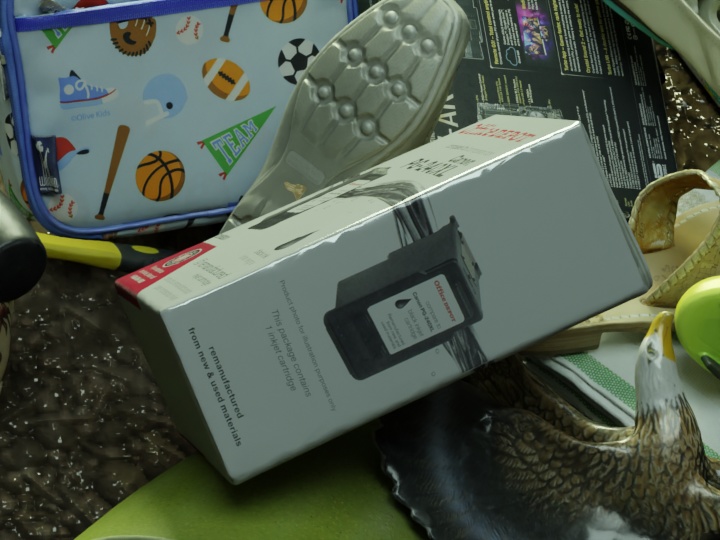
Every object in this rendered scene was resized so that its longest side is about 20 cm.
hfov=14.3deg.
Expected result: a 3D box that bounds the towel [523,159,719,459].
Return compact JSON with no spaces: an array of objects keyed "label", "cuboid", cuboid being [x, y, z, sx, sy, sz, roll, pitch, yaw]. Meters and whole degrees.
[{"label":"towel","cuboid":[0.191,0.029,1.436,0.149,0.031,0.200,40,56,19]}]

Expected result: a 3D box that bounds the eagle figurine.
[{"label":"eagle figurine","cuboid":[0.114,0.090,1.305,0.199,0.152,0.152,3,61,11]}]

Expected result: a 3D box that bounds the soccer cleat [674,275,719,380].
[{"label":"soccer cleat","cuboid":[0.245,0.024,1.400,0.199,0.065,0.084,3,33,-11]}]

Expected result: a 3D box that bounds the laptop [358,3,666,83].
[{"label":"laptop","cuboid":[0.042,-0.154,1.603,0.177,0.103,0.201,-22,84,-34]}]

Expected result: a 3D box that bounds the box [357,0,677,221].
[{"label":"box","cuboid":[0.080,-0.113,1.513,0.159,0.044,0.201,2,67,-29]}]

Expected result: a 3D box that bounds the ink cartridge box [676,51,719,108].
[{"label":"ink cartridge box","cuboid":[0.227,-0.167,1.570,0.085,0.148,0.200,-19,57,-22]}]

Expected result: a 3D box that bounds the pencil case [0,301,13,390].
[{"label":"pencil case","cuboid":[-0.265,0.005,1.404,0.199,0.090,0.078,20,50,8]}]

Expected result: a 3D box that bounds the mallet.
[{"label":"mallet","cuboid":[-0.134,-0.014,1.415,0.066,0.041,0.200,43,21,29]}]

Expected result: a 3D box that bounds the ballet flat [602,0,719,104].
[{"label":"ballet flat","cuboid":[0.190,-0.127,1.487,0.069,0.070,0.200,-34,72,-29]}]

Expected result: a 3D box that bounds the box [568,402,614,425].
[{"label":"box","cuboid":[0.187,0.068,1.449,0.160,0.049,0.201,-10,55,-17]}]

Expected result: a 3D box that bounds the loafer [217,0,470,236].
[{"label":"loafer","cuboid":[-0.009,-0.054,1.432,0.070,0.200,0.070,42,15,19]}]

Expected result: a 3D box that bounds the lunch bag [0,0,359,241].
[{"label":"lunch bag","cuboid":[-0.098,-0.104,1.467,0.199,0.161,0.076,-9,12,-18]}]

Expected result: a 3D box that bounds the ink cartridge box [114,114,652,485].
[{"label":"ink cartridge box","cuboid":[0.007,0.006,1.248,0.199,0.145,0.084,-25,99,-10]}]

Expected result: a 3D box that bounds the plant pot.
[{"label":"plant pot","cuboid":[-0.029,0.143,1.295,0.186,0.188,0.200,26,38,11]}]

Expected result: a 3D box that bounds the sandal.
[{"label":"sandal","cuboid":[0.157,-0.014,1.399,0.211,0.070,0.078,-13,55,-20]}]
